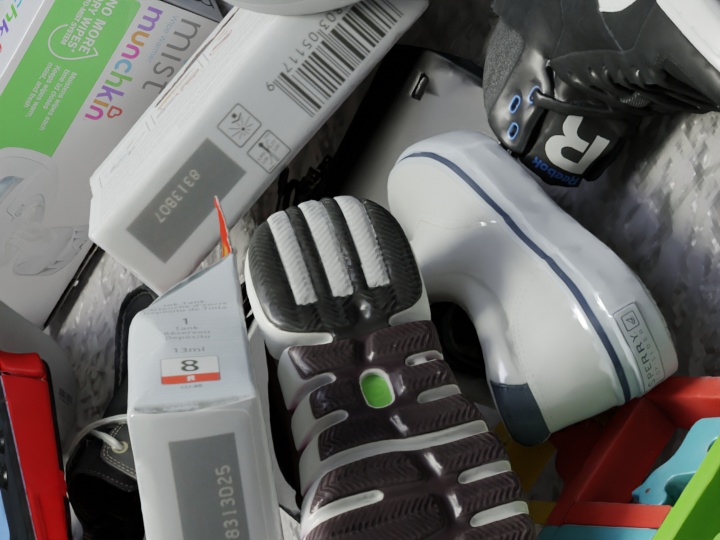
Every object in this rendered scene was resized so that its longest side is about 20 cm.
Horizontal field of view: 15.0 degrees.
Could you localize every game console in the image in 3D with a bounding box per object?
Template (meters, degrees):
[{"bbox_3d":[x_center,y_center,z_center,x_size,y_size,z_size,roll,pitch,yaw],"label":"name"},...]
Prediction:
[{"bbox_3d":[-0.149,0.153,1.202,0.177,0.031,0.200,-104,17,-44],"label":"game console"}]

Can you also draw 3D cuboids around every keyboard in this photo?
[{"bbox_3d":[0.000,0.000,1.131,0.104,0.040,0.200,36,105,34],"label":"keyboard"}]

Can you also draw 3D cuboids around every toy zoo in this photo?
[{"bbox_3d":[0.071,0.090,0.914,0.131,0.020,0.200,-54,25,-23],"label":"toy zoo"}]

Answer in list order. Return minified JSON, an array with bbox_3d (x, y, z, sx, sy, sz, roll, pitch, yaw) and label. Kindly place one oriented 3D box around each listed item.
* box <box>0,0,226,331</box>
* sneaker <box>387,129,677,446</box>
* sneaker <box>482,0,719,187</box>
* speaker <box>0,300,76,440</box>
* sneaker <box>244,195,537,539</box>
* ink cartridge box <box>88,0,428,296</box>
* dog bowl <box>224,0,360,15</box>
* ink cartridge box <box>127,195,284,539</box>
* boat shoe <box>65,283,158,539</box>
[{"bbox_3d":[-0.169,-0.100,1.383,0.200,0.097,0.177,-56,32,23],"label":"box"},{"bbox_3d":[0.039,0.003,0.982,0.071,0.073,0.200,-27,22,-10],"label":"sneaker"},{"bbox_3d":[0.101,-0.066,0.963,0.112,0.073,0.200,-63,23,20],"label":"sneaker"},{"bbox_3d":[-0.198,0.038,1.252,0.081,0.200,0.081,-4,74,13],"label":"speaker"},{"bbox_3d":[0.011,0.082,0.922,0.116,0.076,0.200,91,169,-58],"label":"sneaker"},{"bbox_3d":[-0.050,-0.074,1.183,0.163,0.057,0.200,-49,6,3],"label":"ink cartridge box"},{"bbox_3d":[-0.024,-0.206,1.073,0.200,0.079,0.200,-16,61,32],"label":"dog bowl"},{"bbox_3d":[-0.053,0.079,0.965,0.200,0.050,0.162,-114,15,-68],"label":"ink cartridge box"},{"bbox_3d":[-0.093,0.084,1.190,0.072,0.068,0.200,-42,40,42],"label":"boat shoe"}]
